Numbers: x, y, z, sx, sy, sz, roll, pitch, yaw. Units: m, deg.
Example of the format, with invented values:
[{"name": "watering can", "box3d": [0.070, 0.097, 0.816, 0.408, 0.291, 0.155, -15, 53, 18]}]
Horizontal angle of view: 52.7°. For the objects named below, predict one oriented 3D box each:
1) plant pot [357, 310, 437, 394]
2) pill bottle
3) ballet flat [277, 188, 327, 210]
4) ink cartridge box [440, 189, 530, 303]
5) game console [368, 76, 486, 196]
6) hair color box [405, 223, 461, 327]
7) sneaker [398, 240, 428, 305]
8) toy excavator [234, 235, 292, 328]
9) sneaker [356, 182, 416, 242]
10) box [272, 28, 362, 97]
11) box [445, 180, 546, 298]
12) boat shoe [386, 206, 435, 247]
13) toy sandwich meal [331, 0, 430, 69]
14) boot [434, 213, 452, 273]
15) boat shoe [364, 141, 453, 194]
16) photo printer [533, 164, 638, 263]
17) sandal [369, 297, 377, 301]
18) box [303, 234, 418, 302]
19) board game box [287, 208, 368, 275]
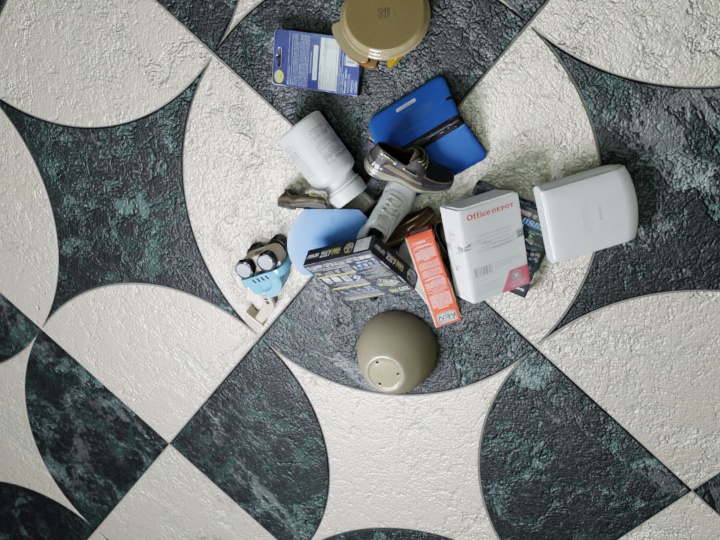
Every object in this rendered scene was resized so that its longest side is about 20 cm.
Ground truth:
[{"name": "plant pot", "box3d": [0.075, 0.213, 1.727, 0.198, 0.135, 0.202, 6, 112, 15]}, {"name": "pill bottle", "box3d": [-0.078, -0.240, 1.608, 0.114, 0.114, 0.201, -33, 98, 26]}, {"name": "ballet flat", "box3d": [-0.134, -0.163, 1.644, 0.067, 0.199, 0.047, 15, 86, -29]}, {"name": "ink cartridge box", "box3d": [0.259, -0.054, 1.502, 0.145, 0.083, 0.202, -18, 107, -18]}, {"name": "game console", "box3d": [0.144, -0.286, 1.573, 0.199, 0.118, 0.172, -27, 70, 25]}, {"name": "hair color box", "box3d": [0.158, 0.008, 1.554, 0.061, 0.102, 0.202, -17, 99, 11]}, {"name": "sneaker", "box3d": [0.151, 0.017, 1.653, 0.075, 0.085, 0.201, -28, 95, 13]}, {"name": "toy excavator", "box3d": [-0.234, 0.040, 1.789, 0.193, 0.100, 0.201, -17, 113, 24]}, {"name": "sneaker", "box3d": [0.064, -0.117, 1.561, 0.074, 0.100, 0.201, 30, 96, -8]}, {"name": "box", "box3d": [-0.092, -0.452, 1.574, 0.198, 0.032, 0.122, 11, 113, 11]}, {"name": "box", "box3d": [0.309, -0.067, 1.588, 0.198, 0.050, 0.200, 23, 115, 9]}, {"name": "boat shoe", "box3d": [0.074, -0.094, 1.640, 0.199, 0.072, 0.068, -29, 99, 25]}, {"name": "toy sandwich meal", "box3d": [0.047, -0.505, 1.482, 0.203, 0.070, 0.207, -1, 82, 7]}, {"name": "boot", "box3d": [0.210, -0.025, 1.572, 0.073, 0.075, 0.201, -23, 101, 25]}, {"name": "boat shoe", "box3d": [0.109, -0.216, 1.513, 0.198, 0.075, 0.074, 11, 137, -16]}, {"name": "photo printer", "box3d": [0.465, -0.119, 1.476, 0.198, 0.069, 0.168, -16, 105, -3]}, {"name": "sandal", "box3d": [-0.016, -0.018, 1.703, 0.048, 0.075, 0.202, -26, 92, 23]}, {"name": "box", "box3d": [0.000, 0.000, 1.562, 0.199, 0.049, 0.161, -12, 139, 41]}, {"name": "board game box", "box3d": [-0.065, -0.069, 1.640, 0.198, 0.039, 0.160, 0, 113, -4]}]
